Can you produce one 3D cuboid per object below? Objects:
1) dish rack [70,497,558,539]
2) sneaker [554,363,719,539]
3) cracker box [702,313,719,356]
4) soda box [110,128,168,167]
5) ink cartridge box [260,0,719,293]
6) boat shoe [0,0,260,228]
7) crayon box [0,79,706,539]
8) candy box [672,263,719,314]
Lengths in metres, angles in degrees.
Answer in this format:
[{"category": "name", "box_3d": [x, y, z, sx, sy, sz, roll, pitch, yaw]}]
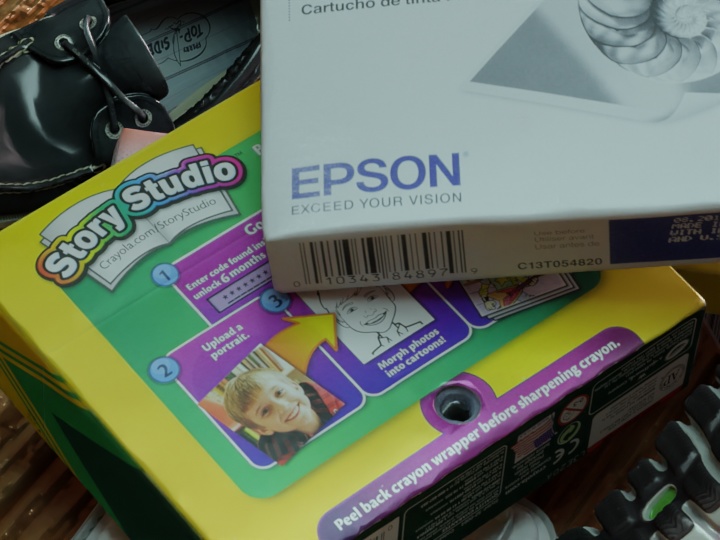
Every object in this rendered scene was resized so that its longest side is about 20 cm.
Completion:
[{"category": "dish rack", "box_3d": [-0.029, 0.121, 1.035, 0.171, 0.044, 0.200, 23, 50, 14]}, {"category": "sneaker", "box_3d": [0.148, 0.096, 1.008, 0.200, 0.116, 0.076, -42, 26, 11]}, {"category": "cracker box", "box_3d": [0.242, 0.016, 1.154, 0.200, 0.058, 0.134, -11, 47, -15]}, {"category": "soda box", "box_3d": [0.000, 0.000, 1.139, 0.200, 0.064, 0.068, 6, 46, 0]}, {"category": "ink cartridge box", "box_3d": [0.063, -0.090, 1.048, 0.199, 0.041, 0.200, -5, 56, 3]}, {"category": "boat shoe", "box_3d": [-0.093, -0.078, 1.173, 0.199, 0.066, 0.075, -24, 84, -42]}, {"category": "crayon box", "box_3d": [-0.011, 0.018, 1.047, 0.200, 0.058, 0.173, -31, 61, -24]}, {"category": "candy box", "box_3d": [0.212, -0.016, 1.124, 0.200, 0.026, 0.102, 7, 40, 2]}]
